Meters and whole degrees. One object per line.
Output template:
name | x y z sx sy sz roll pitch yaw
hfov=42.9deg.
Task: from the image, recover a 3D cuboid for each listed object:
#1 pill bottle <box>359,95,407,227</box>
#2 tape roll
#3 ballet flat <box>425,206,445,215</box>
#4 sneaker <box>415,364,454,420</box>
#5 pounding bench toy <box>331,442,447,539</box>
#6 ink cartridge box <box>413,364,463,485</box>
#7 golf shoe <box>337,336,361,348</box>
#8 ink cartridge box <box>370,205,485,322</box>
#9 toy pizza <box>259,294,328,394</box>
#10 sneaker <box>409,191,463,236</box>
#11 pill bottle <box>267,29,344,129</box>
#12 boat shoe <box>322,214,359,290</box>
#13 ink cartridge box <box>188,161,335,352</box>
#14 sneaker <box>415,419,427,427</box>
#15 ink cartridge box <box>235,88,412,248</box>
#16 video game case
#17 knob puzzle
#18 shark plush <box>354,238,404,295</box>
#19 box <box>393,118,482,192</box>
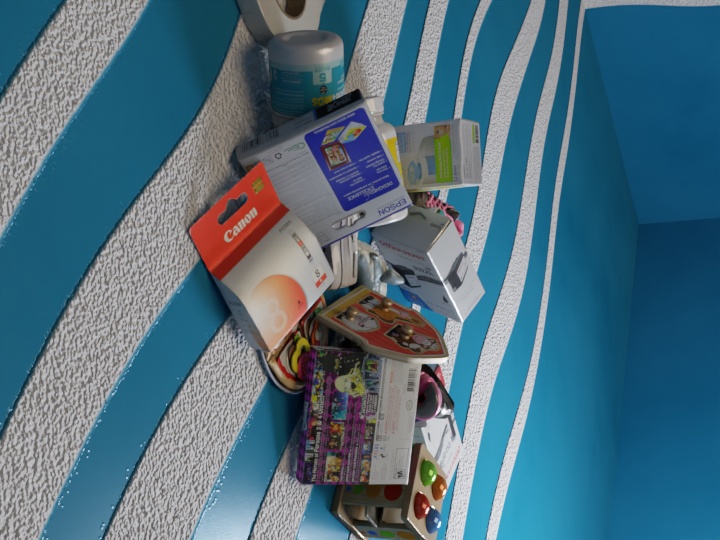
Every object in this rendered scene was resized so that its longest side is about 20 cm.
pill bottle | 0.012 -0.181 1.518 0.111 0.109 0.205 -30 113 -60
tape roll | -0.122 -0.426 1.364 0.202 0.036 0.208 14 74 -63
ballet flat | 0.146 -0.052 1.753 0.201 0.068 0.071 63 35 -48
sneaker | 0.086 0.169 1.496 0.094 0.079 0.201 20 28 -47
pounding bench toy | 0.065 0.333 1.512 0.125 0.153 0.203 54 41 -45
ink cartridge box | 0.115 0.299 1.693 0.145 0.082 0.204 -54 134 -53
golf shoe | 0.001 0.145 1.467 0.087 0.077 0.201 36 50 -6
ink cartridge box | 0.124 -0.015 1.666 0.084 0.144 0.201 -49 135 -20
toy pizza | -0.091 0.081 1.367 0.199 0.031 0.206 14 74 -62
sneaker | 0.141 -0.118 1.769 0.200 0.093 0.081 47 48 -49
pill bottle | -0.075 -0.237 1.331 0.111 0.108 0.204 -48 142 -54
boat shoe | -0.034 -0.073 1.438 0.064 0.073 0.205 -8 108 -34
ink cartridge box | -0.126 -0.019 1.241 0.163 0.049 0.203 -48 129 -35
sneaker | 0.072 0.172 1.573 0.201 0.078 0.118 -91 178 -61
ink cartridge box | -0.048 -0.134 1.310 0.048 0.194 0.201 -107 171 -45
video game case | -0.001 0.219 1.379 0.177 0.036 0.205 4 94 -23
knob puzzle | 0.052 0.083 1.420 0.219 0.217 0.031 -25 140 -61
shark plush | 0.000 0.000 1.528 0.084 0.090 0.201 -51 145 -11
box | 0.104 -0.197 1.606 0.101 0.196 0.116 -8 96 -62
